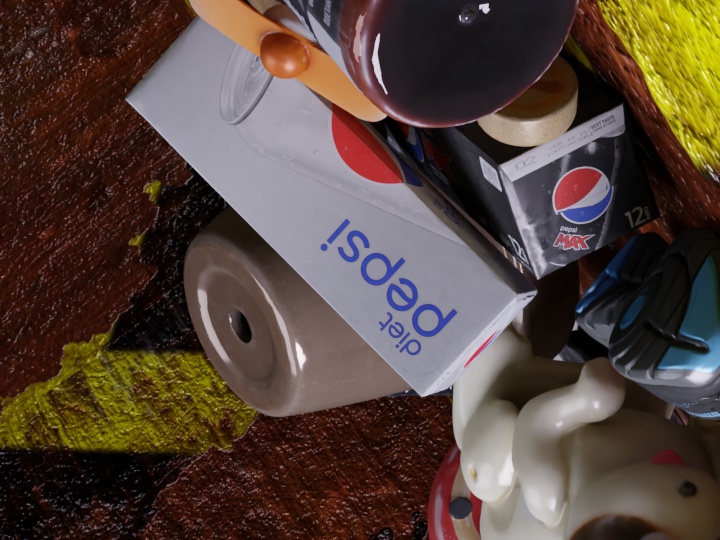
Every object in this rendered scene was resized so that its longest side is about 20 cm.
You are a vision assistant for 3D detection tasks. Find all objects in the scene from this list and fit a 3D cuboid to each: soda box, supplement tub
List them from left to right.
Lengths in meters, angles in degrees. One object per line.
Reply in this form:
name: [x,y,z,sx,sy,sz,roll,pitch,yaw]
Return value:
soda box: [-0.013,-0.035,1.281,0.200,0.068,0.063,45,-170,8]
supplement tub: [0.002,-0.152,1.157,0.200,0.107,0.107,51,175,45]
soda box: [0.065,-0.071,1.307,0.200,0.070,0.064,47,161,60]

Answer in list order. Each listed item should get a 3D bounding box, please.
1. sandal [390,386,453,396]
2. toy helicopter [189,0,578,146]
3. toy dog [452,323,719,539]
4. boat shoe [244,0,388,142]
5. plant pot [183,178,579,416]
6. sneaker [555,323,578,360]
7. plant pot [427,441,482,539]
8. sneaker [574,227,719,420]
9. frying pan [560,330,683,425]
sandal: [0.069,0.053,1.883,0.045,0.199,0.076,-124,44,-57]
toy helicopter: [0.014,-0.114,1.238,0.200,0.132,0.079,39,149,32]
toy dog: [0.129,0.132,1.464,0.139,0.195,0.200,16,-170,-22]
boat shoe: [-0.022,-0.072,1.363,0.201,0.072,0.072,60,168,4]
plant pot: [0.000,0.000,1.577,0.200,0.174,0.201,38,142,37]
sneaker: [0.077,-0.009,1.813,0.118,0.074,0.201,44,160,41]
plant pot: [0.144,0.197,1.880,0.201,0.200,0.183,53,173,32]
sneaker: [0.155,0.029,1.238,0.082,0.073,0.200,39,-176,-6]
frying pan: [0.184,0.103,1.648,0.190,0.031,0.115,46,175,20]
